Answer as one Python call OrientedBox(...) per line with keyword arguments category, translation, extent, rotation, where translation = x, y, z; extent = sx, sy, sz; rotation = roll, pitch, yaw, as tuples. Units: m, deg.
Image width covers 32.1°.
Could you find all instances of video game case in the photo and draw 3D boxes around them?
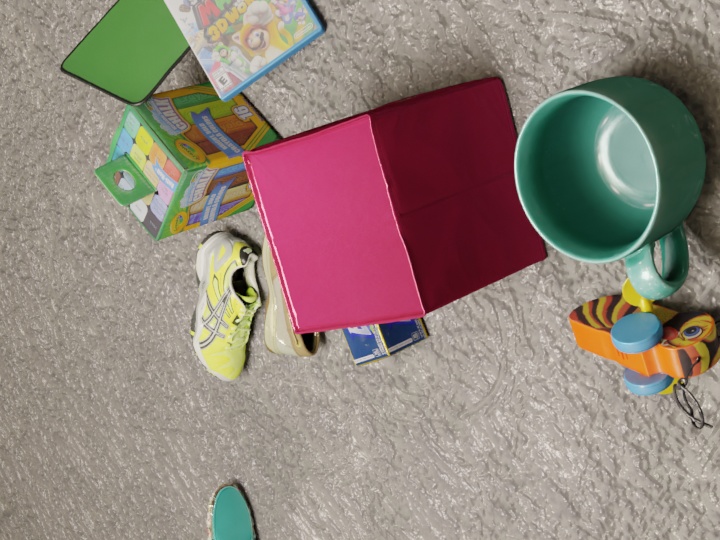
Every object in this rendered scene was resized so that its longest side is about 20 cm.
OrientedBox(category="video game case", translation=(-0.147, -0.315, 1.423), extent=(0.142, 0.018, 0.201), rotation=(-33, 80, 12))

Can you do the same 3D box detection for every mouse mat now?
OrientedBox(category="mouse mat", translation=(-0.251, -0.288, 1.488), extent=(0.160, 0.200, 0.008), rotation=(27, 161, 35))

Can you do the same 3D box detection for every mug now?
OrientedBox(category="mug", translation=(0.231, -0.080, 1.124), extent=(0.151, 0.114, 0.187), rotation=(14, 116, 40))

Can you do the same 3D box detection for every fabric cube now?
OrientedBox(category="fabric cube", translation=(0.034, -0.066, 1.263), extent=(0.195, 0.198, 0.202), rotation=(-8, 100, 47))

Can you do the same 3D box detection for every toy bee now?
OrientedBox(category="toy bee", translation=(0.288, 0.071, 1.153), extent=(0.200, 0.108, 0.132), rotation=(50, 163, 39))

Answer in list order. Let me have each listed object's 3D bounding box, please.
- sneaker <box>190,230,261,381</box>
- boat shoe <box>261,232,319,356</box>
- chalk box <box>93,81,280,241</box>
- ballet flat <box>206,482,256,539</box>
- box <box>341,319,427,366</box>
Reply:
OrientedBox(category="sneaker", translation=(-0.168, 0.054, 1.602), extent=(0.076, 0.075, 0.202), rotation=(19, 120, 39))
OrientedBox(category="boat shoe", translation=(-0.074, 0.010, 1.501), extent=(0.066, 0.074, 0.202), rotation=(13, 117, 27))
OrientedBox(category="chalk box", translation=(-0.217, -0.130, 1.486), extent=(0.125, 0.199, 0.124), rotation=(48, 133, 19))
OrientedBox(category="ballet flat", translation=(-0.176, 0.395, 1.747), extent=(0.064, 0.075, 0.202), rotation=(-13, 93, 62))
OrientedBox(category="box", translation=(0.000, 0.000, 1.416), extent=(0.064, 0.070, 0.202), rotation=(-22, 89, 49))
